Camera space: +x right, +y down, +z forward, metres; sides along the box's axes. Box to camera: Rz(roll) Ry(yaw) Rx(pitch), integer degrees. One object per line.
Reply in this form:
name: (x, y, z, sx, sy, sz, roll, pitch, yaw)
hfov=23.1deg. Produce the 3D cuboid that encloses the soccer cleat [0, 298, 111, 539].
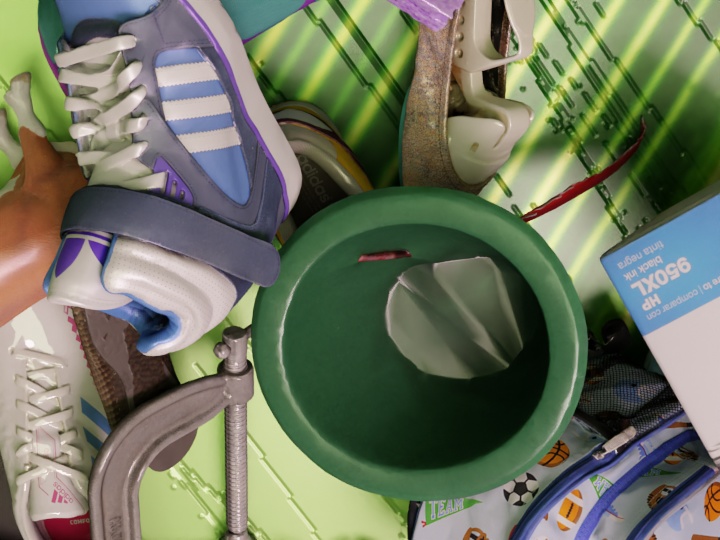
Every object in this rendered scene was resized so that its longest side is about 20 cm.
soccer cleat: (-0.175, 0.092, 1.009, 0.069, 0.086, 0.201, -12, 108, 1)

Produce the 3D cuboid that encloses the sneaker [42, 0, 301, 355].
sneaker: (-0.114, -0.055, 0.843, 0.080, 0.147, 0.200, -3, 131, 40)

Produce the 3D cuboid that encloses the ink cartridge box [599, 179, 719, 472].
ink cartridge box: (0.224, 0.050, 0.934, 0.084, 0.145, 0.201, -30, 88, 24)

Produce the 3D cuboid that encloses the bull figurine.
bull figurine: (-0.188, -0.028, 0.964, 0.200, 0.065, 0.122, -34, 84, -15)

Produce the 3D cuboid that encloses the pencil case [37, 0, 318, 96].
pencil case: (-0.072, -0.155, 0.934, 0.199, 0.085, 0.092, -29, 144, 6)

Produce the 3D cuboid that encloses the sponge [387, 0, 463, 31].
sponge: (0.034, -0.233, 0.889, 0.111, 0.030, 0.201, 28, 72, -12)

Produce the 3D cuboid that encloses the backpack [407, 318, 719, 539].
backpack: (0.115, 0.158, 0.975, 0.190, 0.154, 0.201, -20, 119, -33)

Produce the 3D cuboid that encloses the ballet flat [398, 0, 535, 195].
ballet flat: (0.061, -0.107, 0.957, 0.067, 0.068, 0.201, 16, 114, 37)

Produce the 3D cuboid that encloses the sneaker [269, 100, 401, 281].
sneaker: (0.000, 0.000, 0.984, 0.075, 0.090, 0.200, -36, 104, 10)

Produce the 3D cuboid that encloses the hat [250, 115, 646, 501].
hat: (0.058, 0.018, 0.968, 0.199, 0.176, 0.167, -3, 103, 13)

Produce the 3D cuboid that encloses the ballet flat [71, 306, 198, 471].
ballet flat: (-0.130, 0.032, 0.960, 0.067, 0.046, 0.201, -40, 142, -28)

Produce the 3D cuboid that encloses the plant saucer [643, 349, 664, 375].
plant saucer: (0.263, 0.082, 1.024, 0.199, 0.036, 0.201, 4, 102, 20)

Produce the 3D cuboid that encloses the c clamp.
c clamp: (-0.088, 0.123, 1.016, 0.027, 0.170, 0.201, 28, 126, 33)
